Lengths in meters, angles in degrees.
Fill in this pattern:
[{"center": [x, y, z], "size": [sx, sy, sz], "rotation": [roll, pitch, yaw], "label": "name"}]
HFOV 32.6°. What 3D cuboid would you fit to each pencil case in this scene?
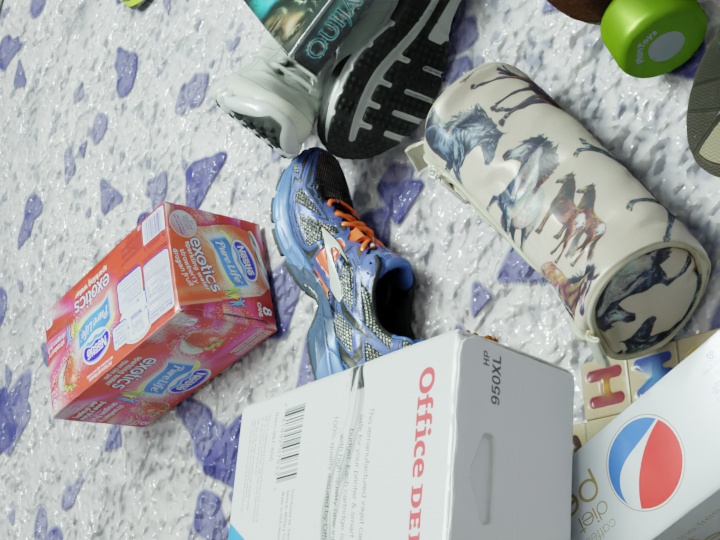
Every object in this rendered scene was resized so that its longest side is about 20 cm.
[{"center": [0.110, -0.035, 0.698], "size": [0.089, 0.078, 0.200], "rotation": [-42, 47, 6], "label": "pencil case"}]

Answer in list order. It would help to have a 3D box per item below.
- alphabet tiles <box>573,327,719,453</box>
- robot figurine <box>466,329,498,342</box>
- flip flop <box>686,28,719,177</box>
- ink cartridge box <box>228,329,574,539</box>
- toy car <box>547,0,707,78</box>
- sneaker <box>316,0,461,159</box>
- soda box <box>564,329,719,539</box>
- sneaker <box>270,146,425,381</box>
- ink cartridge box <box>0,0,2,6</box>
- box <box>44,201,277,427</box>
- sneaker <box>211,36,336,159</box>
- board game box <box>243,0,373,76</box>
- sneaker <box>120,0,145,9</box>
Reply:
[{"center": [0.175, 0.116, 0.638], "size": [0.200, 0.006, 0.167], "rotation": [-22, 64, 45], "label": "alphabet tiles"}, {"center": [0.032, 0.139, 0.760], "size": [0.200, 0.058, 0.145], "rotation": [-52, 43, 27], "label": "robot figurine"}, {"center": [0.233, -0.129, 0.605], "size": [0.081, 0.058, 0.200], "rotation": [24, 83, 55], "label": "flip flop"}, {"center": [0.015, 0.130, 0.652], "size": [0.200, 0.084, 0.145], "rotation": [-25, 53, 49], "label": "ink cartridge box"}, {"center": [0.110, -0.223, 0.655], "size": [0.158, 0.200, 0.164], "rotation": [-48, 48, 31], "label": "toy car"}, {"center": [0.023, -0.171, 0.856], "size": [0.080, 0.074, 0.200], "rotation": [30, 95, 53], "label": "sneaker"}, {"center": [0.143, 0.118, 0.616], "size": [0.200, 0.068, 0.064], "rotation": [-47, 46, 31], "label": "soda box"}, {"center": [0.000, 0.000, 0.838], "size": [0.078, 0.075, 0.200], "rotation": [-32, 64, 30], "label": "sneaker"}, {"center": [-0.503, -0.328, 1.536], "size": [0.173, 0.043, 0.200], "rotation": [19, 95, 51], "label": "ink cartridge box"}, {"center": [-0.166, 0.042, 0.993], "size": [0.200, 0.095, 0.100], "rotation": [-37, 53, 38], "label": "box"}, {"center": [-0.055, -0.137, 0.885], "size": [0.081, 0.075, 0.200], "rotation": [-48, 15, 11], "label": "sneaker"}, {"center": [0.003, -0.238, 0.832], "size": [0.200, 0.028, 0.135], "rotation": [-51, 32, 11], "label": "board game box"}, {"center": [-0.209, -0.351, 1.163], "size": [0.074, 0.081, 0.200], "rotation": [38, 109, 48], "label": "sneaker"}]
